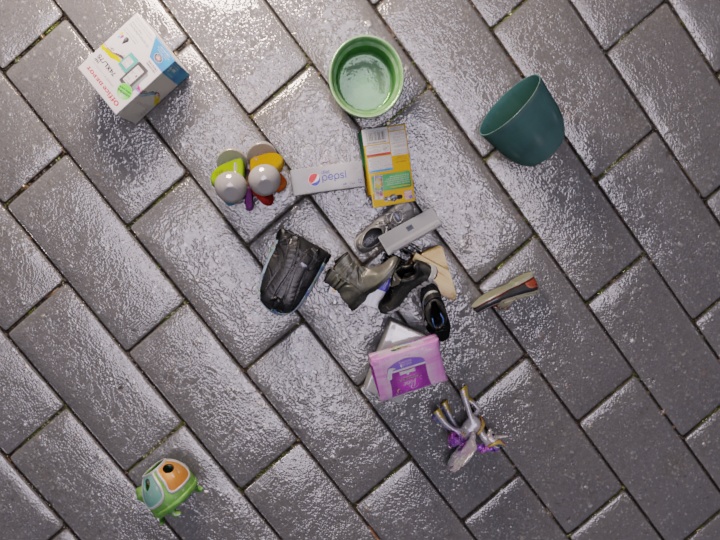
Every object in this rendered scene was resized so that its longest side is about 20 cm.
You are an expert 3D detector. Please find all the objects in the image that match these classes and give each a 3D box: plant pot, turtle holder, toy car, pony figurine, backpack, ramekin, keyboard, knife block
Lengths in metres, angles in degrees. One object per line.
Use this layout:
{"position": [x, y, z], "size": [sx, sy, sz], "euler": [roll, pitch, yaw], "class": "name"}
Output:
{"position": [0.433, -0.372, 1.559], "size": [0.160, 0.201, 0.201], "euler": [41, 92, -18], "class": "plant pot"}
{"position": [-0.527, 0.586, 1.630], "size": [0.140, 0.184, 0.133], "euler": [-40, 98, -31], "class": "turtle holder"}
{"position": [-0.286, -0.229, 1.560], "size": [0.194, 0.178, 0.153], "euler": [-12, 133, -2], "class": "toy car"}
{"position": [0.287, 0.452, 1.657], "size": [0.191, 0.167, 0.202], "euler": [-37, 81, -7], "class": "pony figurine"}
{"position": [-0.191, 0.021, 1.592], "size": [0.160, 0.154, 0.205], "euler": [24, 73, -10], "class": "backpack"}
{"position": [0.013, -0.496, 1.566], "size": [0.193, 0.098, 0.207], "euler": [0, 95, -3], "class": "ramekin"}
{"position": [0.135, -0.107, 1.605], "size": [0.197, 0.011, 0.057], "euler": [-29, 77, -28], "class": "keyboard"}
{"position": [0.154, 0.006, 1.638], "size": [0.171, 0.064, 0.206], "euler": [-19, 96, 0], "class": "knife block"}

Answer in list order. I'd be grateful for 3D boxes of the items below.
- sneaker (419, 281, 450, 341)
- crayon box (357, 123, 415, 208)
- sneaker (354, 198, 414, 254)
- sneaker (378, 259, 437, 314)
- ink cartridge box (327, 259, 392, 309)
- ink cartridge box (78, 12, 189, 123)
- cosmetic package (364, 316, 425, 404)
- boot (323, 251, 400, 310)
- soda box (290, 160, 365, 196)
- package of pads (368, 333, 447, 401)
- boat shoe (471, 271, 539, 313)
{"position": [0.202, 0.137, 1.596], "size": [0.071, 0.113, 0.204], "euler": [-18, 124, 6], "class": "sneaker"}
{"position": [0.070, -0.278, 1.604], "size": [0.122, 0.052, 0.207], "euler": [-10, 95, -12], "class": "crayon box"}
{"position": [0.070, -0.112, 1.612], "size": [0.199, 0.082, 0.075], "euler": [-43, 96, 1], "class": "sneaker"}
{"position": [0.104, 0.036, 1.571], "size": [0.090, 0.068, 0.199], "euler": [31, 122, -34], "class": "sneaker"}
{"position": [0.013, 0.044, 1.648], "size": [0.194, 0.037, 0.098], "euler": [17, 94, -2], "class": "ink cartridge box"}
{"position": [-0.564, -0.501, 1.509], "size": [0.199, 0.146, 0.148], "euler": [-41, 96, 2], "class": "ink cartridge box"}
{"position": [0.093, 0.247, 1.650], "size": [0.110, 0.081, 0.205], "euler": [22, 95, -5], "class": "cosmetic package"}
{"position": [0.000, 0.000, 1.582], "size": [0.199, 0.068, 0.131], "euler": [-42, 96, 15], "class": "boot"}
{"position": [-0.087, -0.245, 1.601], "size": [0.193, 0.063, 0.071], "euler": [-9, 95, -2], "class": "soda box"}
{"position": [0.125, 0.255, 1.574], "size": [0.194, 0.076, 0.124], "euler": [-16, 98, -5], "class": "package of pads"}
{"position": [0.401, 0.074, 1.658], "size": [0.196, 0.071, 0.064], "euler": [-26, 99, -5], "class": "boat shoe"}
